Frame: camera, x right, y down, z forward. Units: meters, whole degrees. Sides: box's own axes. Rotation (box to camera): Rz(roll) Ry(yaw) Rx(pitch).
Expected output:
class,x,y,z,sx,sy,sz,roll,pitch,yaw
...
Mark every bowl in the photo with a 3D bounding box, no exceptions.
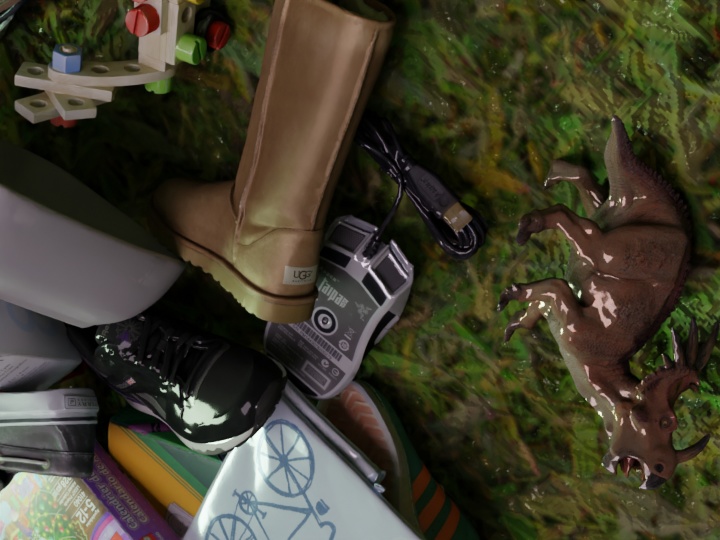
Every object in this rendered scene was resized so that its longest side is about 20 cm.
class,x,y,z,sx,sy,sz,roll,pitch,yaw
bowl,-0.231,-0.035,1.193,0.200,0.200,0.075,32,95,40

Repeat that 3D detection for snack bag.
class,x,y,z,sx,sy,sz,roll,pitch,yaw
snack bag,-0.028,0.197,1.231,0.200,0.021,0.189,43,123,23

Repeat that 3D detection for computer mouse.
class,x,y,z,sx,sy,sz,roll,pitch,yaw
computer mouse,0.000,0.000,1.190,0.110,0.044,0.200,41,127,9

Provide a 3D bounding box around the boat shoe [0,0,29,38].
class,x,y,z,sx,sy,sz,roll,pitch,yaw
boat shoe,-0.253,-0.186,1.232,0.200,0.062,0.075,-22,104,39

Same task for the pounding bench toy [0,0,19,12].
class,x,y,z,sx,sy,sz,roll,pitch,yaw
pounding bench toy,-0.327,-0.209,1.113,0.124,0.200,0.156,-22,88,36

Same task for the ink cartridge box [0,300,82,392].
class,x,y,z,sx,sy,sz,roll,pitch,yaw
ink cartridge box,-0.290,-0.001,1.243,0.047,0.200,0.160,-37,67,18

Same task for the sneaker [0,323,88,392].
class,x,y,z,sx,sy,sz,roll,pitch,yaw
sneaker,-0.261,0.095,1.368,0.115,0.078,0.200,12,109,24

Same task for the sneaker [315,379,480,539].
class,x,y,z,sx,sy,sz,roll,pitch,yaw
sneaker,0.030,0.166,1.249,0.071,0.080,0.200,-26,78,29

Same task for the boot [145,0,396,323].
class,x,y,z,sx,sy,sz,roll,pitch,yaw
boot,-0.056,-0.091,1.160,0.175,0.066,0.200,35,119,41

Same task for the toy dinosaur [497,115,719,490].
class,x,y,z,sx,sy,sz,roll,pitch,yaw
toy dinosaur,0.156,0.010,1.077,0.135,0.086,0.200,17,107,11

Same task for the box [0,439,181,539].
class,x,y,z,sx,sy,sz,roll,pitch,yaw
box,-0.226,0.209,1.363,0.137,0.039,0.200,47,127,13

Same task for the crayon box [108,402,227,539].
class,x,y,z,sx,sy,sz,roll,pitch,yaw
crayon box,-0.120,0.195,1.361,0.119,0.058,0.200,18,123,23

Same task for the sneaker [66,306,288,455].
class,x,y,z,sx,sy,sz,roll,pitch,yaw
sneaker,-0.132,0.063,1.230,0.088,0.076,0.200,40,162,-32

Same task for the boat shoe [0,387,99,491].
class,x,y,z,sx,sy,sz,roll,pitch,yaw
boat shoe,-0.266,0.123,1.285,0.200,0.072,0.071,-9,78,34

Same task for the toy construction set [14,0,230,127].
class,x,y,z,sx,sy,sz,roll,pitch,yaw
toy construction set,-0.137,-0.168,1.124,0.092,0.131,0.200,34,129,12
